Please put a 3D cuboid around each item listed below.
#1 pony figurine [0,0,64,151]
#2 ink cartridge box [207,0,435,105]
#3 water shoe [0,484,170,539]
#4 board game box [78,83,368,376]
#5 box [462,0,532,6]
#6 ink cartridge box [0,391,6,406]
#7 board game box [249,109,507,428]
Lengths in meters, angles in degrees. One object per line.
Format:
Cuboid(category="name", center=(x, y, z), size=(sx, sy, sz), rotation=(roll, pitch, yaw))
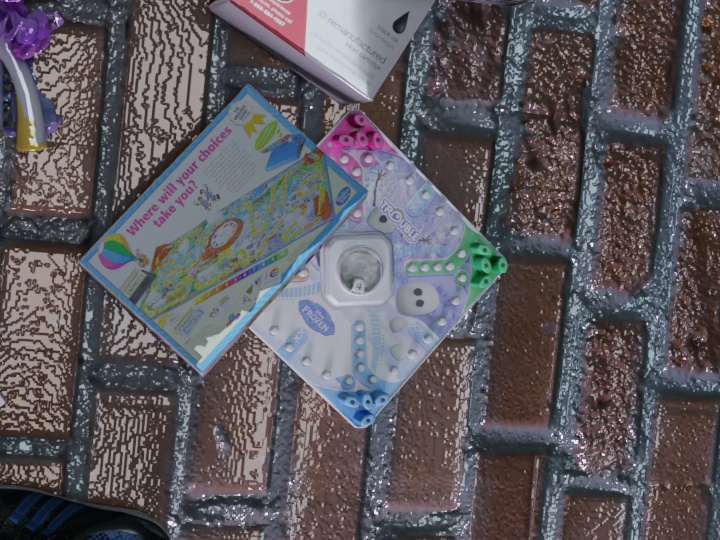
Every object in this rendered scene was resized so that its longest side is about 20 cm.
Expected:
Cuboid(category="pony figurine", center=(-0.283, -0.190, 1.091), size=(0.193, 0.167, 0.200), rotation=(-6, 111, -10))
Cuboid(category="ink cartridge box", center=(-0.006, -0.258, 1.194), size=(0.147, 0.083, 0.200), rotation=(34, 84, -17))
Cuboid(category="water shoe", center=(-0.245, 0.212, 1.155), size=(0.200, 0.079, 0.072), rotation=(5, 92, -18))
Cuboid(category="board game box", center=(-0.109, -0.033, 1.183), size=(0.134, 0.034, 0.200), rotation=(42, 81, 2))
Cuboid(category="box", center=(0.044, -0.313, 1.139), size=(0.200, 0.048, 0.193), rotation=(4, 89, -18))
Cuboid(category="ink cartridge box", center=(-0.388, 0.089, 1.069), size=(0.200, 0.084, 0.145), rotation=(-35, 71, -12))
Cuboid(category="board game box", center=(0.000, 0.000, 1.245), size=(0.200, 0.026, 0.200), rotation=(44, 81, -15))
